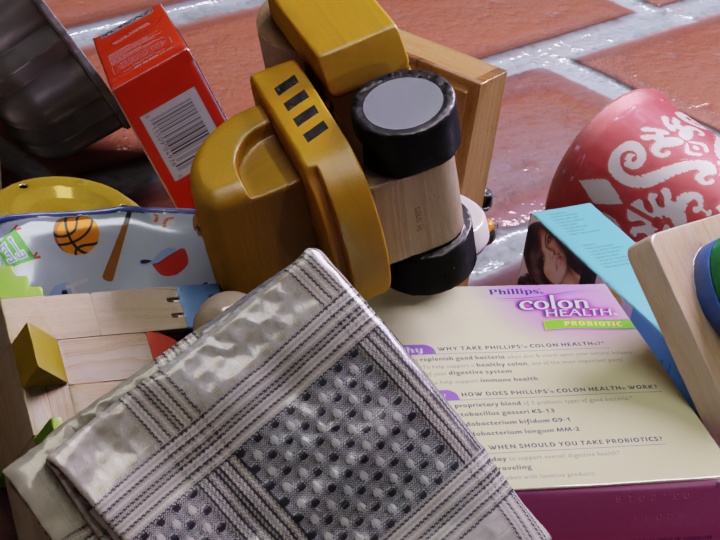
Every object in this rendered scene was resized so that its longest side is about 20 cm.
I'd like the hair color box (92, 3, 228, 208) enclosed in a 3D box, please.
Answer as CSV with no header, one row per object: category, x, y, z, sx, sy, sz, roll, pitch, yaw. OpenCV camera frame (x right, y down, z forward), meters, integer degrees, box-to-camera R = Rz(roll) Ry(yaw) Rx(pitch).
hair color box,-0.132,-0.116,1.322,0.061,0.102,0.200,-29,20,-3

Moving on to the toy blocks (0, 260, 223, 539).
toy blocks,-0.113,0.088,0.983,0.136,0.100,0.201,-4,65,-32

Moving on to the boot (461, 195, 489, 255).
boot,0.000,0.000,1.168,0.199,0.091,0.073,8,30,40

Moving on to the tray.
tray,0.025,-0.044,1.192,0.098,0.201,0.037,24,31,26

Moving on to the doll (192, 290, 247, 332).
doll,-0.040,0.104,0.949,0.136,0.048,0.201,-11,76,-30

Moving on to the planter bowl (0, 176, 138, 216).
planter bowl,-0.186,-0.002,1.183,0.199,0.084,0.201,6,30,-3

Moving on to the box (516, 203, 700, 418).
box,0.170,0.041,1.201,0.049,0.083,0.200,-8,33,-26

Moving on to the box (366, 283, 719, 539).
box,0.084,0.099,1.062,0.175,0.097,0.200,-1,31,-16

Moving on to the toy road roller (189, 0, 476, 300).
toy road roller,-0.032,-0.066,1.057,0.145,0.123,0.200,-21,44,-11

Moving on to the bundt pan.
bundt pan,-0.253,-0.160,1.361,0.076,0.202,0.202,-38,41,-4

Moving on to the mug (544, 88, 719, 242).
mug,0.255,-0.026,1.298,0.177,0.134,0.200,-20,43,-38

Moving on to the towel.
towel,-0.037,0.114,0.900,0.200,0.035,0.193,-37,87,-18

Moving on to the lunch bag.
lunch bag,-0.133,0.047,1.073,0.199,0.076,0.161,-3,69,-17

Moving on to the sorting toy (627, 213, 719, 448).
sorting toy,0.267,0.049,1.083,0.198,0.069,0.201,-15,79,-49

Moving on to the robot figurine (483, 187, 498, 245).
robot figurine,-0.004,-0.038,1.321,0.199,0.059,0.145,13,30,10
